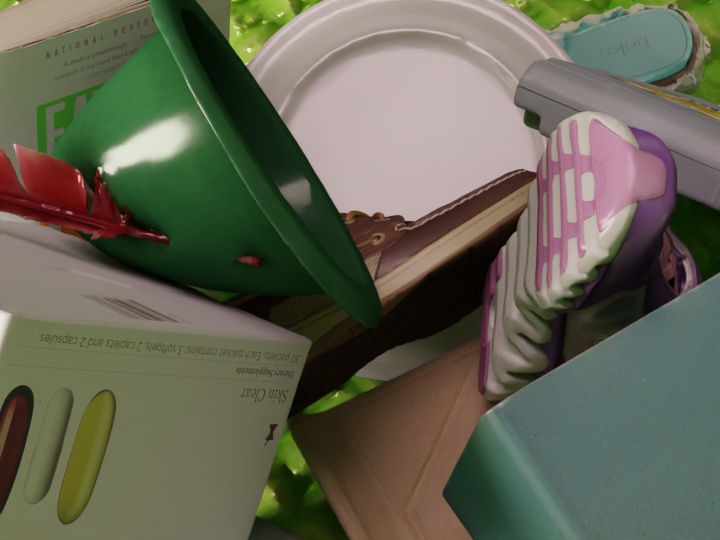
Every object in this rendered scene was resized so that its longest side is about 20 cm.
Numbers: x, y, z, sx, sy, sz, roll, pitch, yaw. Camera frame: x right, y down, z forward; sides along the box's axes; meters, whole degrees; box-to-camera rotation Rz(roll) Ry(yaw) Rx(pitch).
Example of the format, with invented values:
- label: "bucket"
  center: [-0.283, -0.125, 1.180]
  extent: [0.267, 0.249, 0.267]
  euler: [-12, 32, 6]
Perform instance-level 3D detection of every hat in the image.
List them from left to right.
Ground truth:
- label: "hat"
  center: [-0.115, -0.016, 0.955]
  extent: [0.175, 0.166, 0.201]
  euler: [-33, 91, 7]

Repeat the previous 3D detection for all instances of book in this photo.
- label: "book"
  center: [-0.126, -0.037, 1.043]
  extent: [0.133, 0.201, 0.048]
  euler: [-28, 45, -37]

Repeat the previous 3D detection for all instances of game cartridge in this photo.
- label: "game cartridge"
  center: [0.171, -0.052, 1.033]
  extent: [0.133, 0.199, 0.041]
  euler: [30, 103, 29]

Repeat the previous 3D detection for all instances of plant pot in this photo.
- label: "plant pot"
  center: [0.149, 0.124, 0.880]
  extent: [0.141, 0.141, 0.201]
  euler: [-28, 77, -13]

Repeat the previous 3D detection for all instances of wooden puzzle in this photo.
- label: "wooden puzzle"
  center: [0.090, 0.098, 1.011]
  extent: [0.199, 0.037, 0.185]
  euler: [-21, 47, -12]

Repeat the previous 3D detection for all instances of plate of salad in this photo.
- label: "plate of salad"
  center: [0.024, -0.044, 1.108]
  extent: [0.198, 0.048, 0.202]
  euler: [-1, 80, 6]

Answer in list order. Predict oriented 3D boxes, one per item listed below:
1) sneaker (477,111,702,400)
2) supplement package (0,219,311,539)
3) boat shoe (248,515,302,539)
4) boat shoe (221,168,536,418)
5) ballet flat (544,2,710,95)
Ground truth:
- label: "sneaker"
  center: [0.110, -0.001, 0.958]
  extent: [0.088, 0.200, 0.081]
  euler: [9, 65, -5]
- label: "supplement package"
  center: [-0.145, 0.049, 0.889]
  extent: [0.155, 0.199, 0.112]
  euler: [22, 98, 30]
- label: "boat shoe"
  center: [-0.033, 0.155, 0.955]
  extent: [0.200, 0.068, 0.057]
  euler: [33, 97, 54]
- label: "boat shoe"
  center: [0.000, 0.000, 1.043]
  extent: [0.199, 0.072, 0.072]
  euler: [-33, 67, -6]
- label: "ballet flat"
  center: [0.083, -0.088, 1.158]
  extent: [0.198, 0.072, 0.072]
  euler: [-8, 47, 6]
